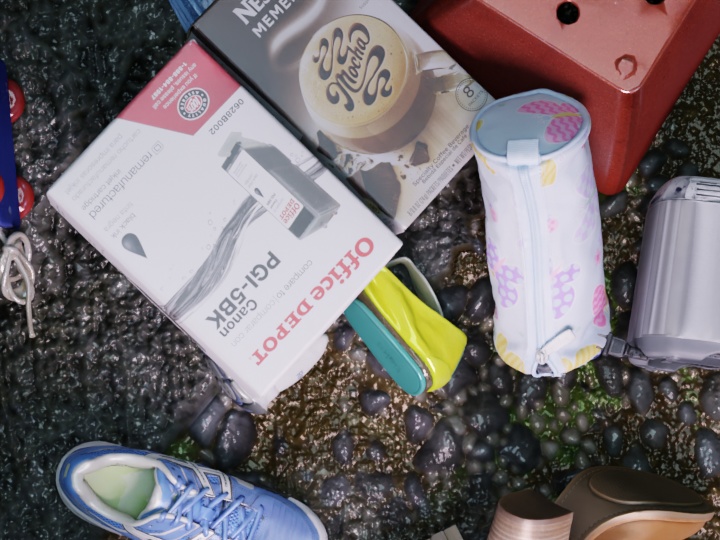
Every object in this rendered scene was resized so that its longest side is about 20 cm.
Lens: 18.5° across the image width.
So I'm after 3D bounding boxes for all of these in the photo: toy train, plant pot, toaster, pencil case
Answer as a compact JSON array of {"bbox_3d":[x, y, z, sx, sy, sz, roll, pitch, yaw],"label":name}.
[{"bbox_3d":[-0.296,-0.047,1.561,0.115,0.085,0.201,-7,85,9],"label":"toy train"},{"bbox_3d":[0.155,-0.195,1.527,0.199,0.176,0.201,33,86,2],"label":"plant pot"},{"bbox_3d":[0.267,0.010,1.545,0.199,0.114,0.130,7,81,-1],"label":"toaster"},{"bbox_3d":[0.122,-0.023,1.507,0.083,0.201,0.091,10,41,24],"label":"pencil case"}]

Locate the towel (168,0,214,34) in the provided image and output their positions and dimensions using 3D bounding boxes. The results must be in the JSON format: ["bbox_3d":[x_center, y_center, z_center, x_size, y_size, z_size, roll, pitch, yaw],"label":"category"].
[{"bbox_3d":[-0.060,-0.168,1.586,0.111,0.049,0.201,-30,86,-4],"label":"towel"}]

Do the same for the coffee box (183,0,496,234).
[{"bbox_3d":[-0.012,-0.132,1.520,0.200,0.080,0.113,43,81,-4],"label":"coffee box"}]

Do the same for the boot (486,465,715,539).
[{"bbox_3d":[0.154,0.223,1.543,0.199,0.074,0.156,-3,113,-33],"label":"boot"}]

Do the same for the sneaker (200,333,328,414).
[{"bbox_3d":[-0.099,0.001,1.568,0.087,0.074,0.201,-33,95,-12],"label":"sneaker"}]

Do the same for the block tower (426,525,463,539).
[{"bbox_3d":[-0.006,0.255,1.540,0.199,0.054,0.058,-28,122,-1],"label":"block tower"}]

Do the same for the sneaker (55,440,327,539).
[{"bbox_3d":[-0.120,0.172,1.543,0.199,0.077,0.076,14,84,-1],"label":"sneaker"}]

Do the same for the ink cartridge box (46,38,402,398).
[{"bbox_3d":[-0.090,-0.032,1.486,0.200,0.083,0.147,43,84,-2],"label":"ink cartridge box"}]

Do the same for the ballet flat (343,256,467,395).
[{"bbox_3d":[0.000,0.000,1.572,0.200,0.067,0.067,47,65,0],"label":"ballet flat"}]
